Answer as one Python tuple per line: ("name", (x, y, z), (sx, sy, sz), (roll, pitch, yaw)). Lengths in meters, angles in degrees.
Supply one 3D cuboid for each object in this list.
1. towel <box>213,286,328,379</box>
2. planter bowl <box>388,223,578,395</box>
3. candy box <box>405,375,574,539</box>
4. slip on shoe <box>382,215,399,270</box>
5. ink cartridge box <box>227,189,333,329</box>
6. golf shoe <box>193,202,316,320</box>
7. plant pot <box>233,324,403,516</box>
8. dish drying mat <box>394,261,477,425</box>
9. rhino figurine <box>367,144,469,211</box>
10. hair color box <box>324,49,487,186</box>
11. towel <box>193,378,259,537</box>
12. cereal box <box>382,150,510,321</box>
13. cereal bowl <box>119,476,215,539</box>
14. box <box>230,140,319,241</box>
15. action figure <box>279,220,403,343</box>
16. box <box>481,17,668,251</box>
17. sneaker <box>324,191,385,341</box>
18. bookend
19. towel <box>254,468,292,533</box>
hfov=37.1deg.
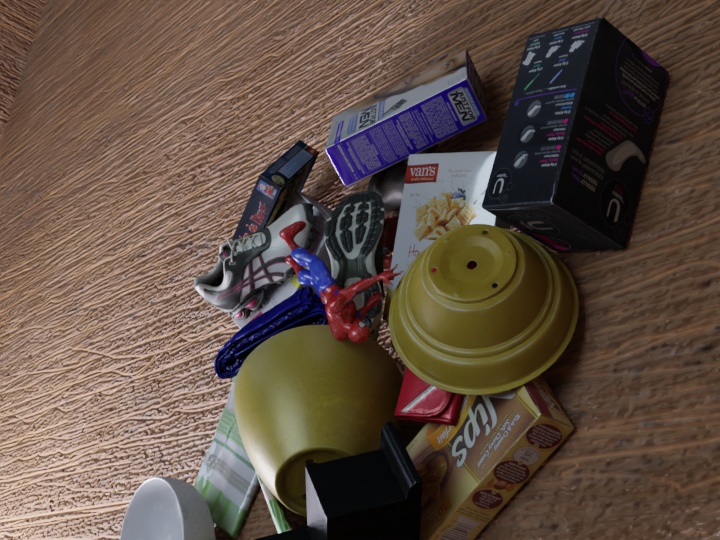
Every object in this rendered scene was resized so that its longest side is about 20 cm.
("towel", (-0.108, 0.070, 1.307), (0.146, 0.050, 0.200), (-27, 3, 0))
("planter bowl", (0.117, 0.016, 1.076), (0.197, 0.084, 0.203), (-8, 52, 10))
("candy box", (0.117, 0.186, 1.102), (0.201, 0.055, 0.116), (-52, 35, 19))
("slip on shoe", (0.059, -0.036, 1.326), (0.199, 0.061, 0.075), (-3, 64, 52))
("ink cartridge box", (-0.085, 0.012, 1.479), (0.202, 0.083, 0.145), (-59, 34, 9))
("golf shoe", (-0.136, -0.017, 1.415), (0.200, 0.087, 0.078), (-48, 36, 22))
("plant pot", (-0.044, 0.184, 1.177), (0.200, 0.199, 0.143), (-47, 24, 24))
("dish drying mat", (0.091, 0.064, 1.145), (0.076, 0.018, 0.203), (-1, 65, 39))
("rhino figurine", (0.080, -0.115, 1.351), (0.199, 0.059, 0.089), (3, 67, 54))
("hair color box", (0.057, -0.191, 1.340), (0.198, 0.065, 0.110), (-23, 25, 16))
("towel", (-0.174, 0.252, 1.498), (0.149, 0.030, 0.203), (14, 81, 58))
("cereal box", (0.103, -0.034, 1.228), (0.142, 0.039, 0.204), (2, 81, 42))
("cereal bowl", (-0.254, 0.385, 1.462), (0.199, 0.082, 0.203), (-24, 59, 50))
("box", (-0.136, -0.076, 1.544), (0.201, 0.037, 0.137), (-62, -5, 34))
("action figure", (-0.014, 0.009, 1.192), (0.098, 0.066, 0.201), (-21, 39, -9))
("box", (0.221, -0.135, 1.103), (0.105, 0.121, 0.203), (-1, 68, 54))
("sneaker", (0.000, 0.000, 1.299), (0.076, 0.089, 0.203), (-3, 62, 14))
("bookend", (-0.046, 0.277, 1.074), (0.092, 0.197, 0.201), (-122, 25, -52))
("towel", (-0.087, 0.300, 1.258), (0.023, 0.154, 0.201), (-22, 37, -7))
